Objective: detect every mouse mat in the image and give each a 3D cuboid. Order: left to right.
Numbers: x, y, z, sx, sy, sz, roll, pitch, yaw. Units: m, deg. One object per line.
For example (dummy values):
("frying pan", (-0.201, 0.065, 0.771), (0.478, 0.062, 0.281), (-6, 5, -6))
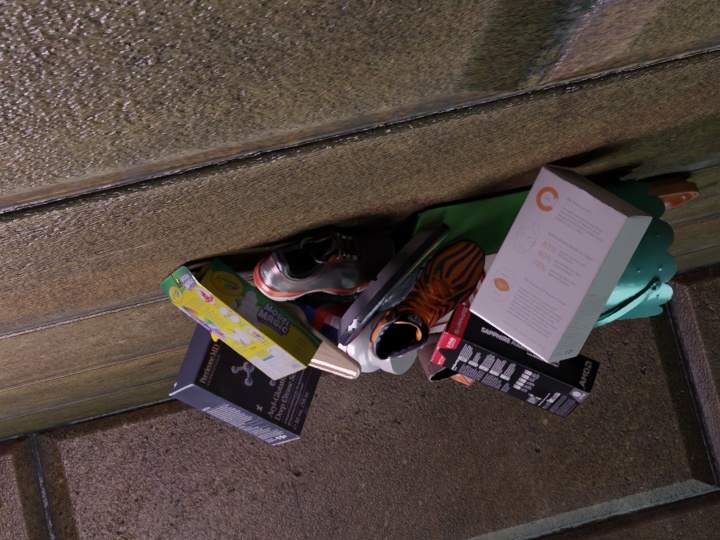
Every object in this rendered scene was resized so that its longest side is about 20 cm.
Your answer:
("mouse mat", (0.154, -0.055, 1.590), (0.199, 0.008, 0.161), (-11, 152, -16))

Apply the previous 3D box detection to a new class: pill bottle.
("pill bottle", (-0.015, 0.085, 1.786), (0.199, 0.113, 0.112), (17, -170, 31))

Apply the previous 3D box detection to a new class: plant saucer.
("plant saucer", (0.407, -0.101, 1.814), (0.199, 0.033, 0.200), (-13, 172, -2))

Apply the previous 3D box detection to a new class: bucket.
("bucket", (0.320, -0.022, 1.631), (0.134, 0.209, 0.207), (-7, 171, -13))

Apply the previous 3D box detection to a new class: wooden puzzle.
("wooden puzzle", (-0.105, 0.070, 1.635), (0.184, 0.046, 0.200), (15, 160, 31))

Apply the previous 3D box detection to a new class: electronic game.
("electronic game", (0.042, 0.018, 1.504), (0.200, 0.042, 0.200), (-48, 176, -4))

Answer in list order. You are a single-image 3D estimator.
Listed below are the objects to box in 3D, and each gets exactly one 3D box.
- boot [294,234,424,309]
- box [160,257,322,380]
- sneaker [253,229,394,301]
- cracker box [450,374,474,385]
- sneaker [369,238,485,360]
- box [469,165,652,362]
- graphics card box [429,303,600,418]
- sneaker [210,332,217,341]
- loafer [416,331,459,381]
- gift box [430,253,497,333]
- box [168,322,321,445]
("boot", (0.000, 0.001, 1.658), (0.162, 0.074, 0.198), (-19, 171, 15))
("box", (-0.156, 0.057, 1.532), (0.049, 0.200, 0.117), (-60, -164, -26))
("sneaker", (-0.032, -0.015, 1.489), (0.199, 0.077, 0.082), (-18, 160, -33))
("cracker box", (0.222, 0.098, 1.949), (0.200, 0.058, 0.134), (-38, -177, -6))
("sneaker", (0.090, 0.048, 1.566), (0.200, 0.077, 0.112), (-49, -175, 11))
("box", (0.242, -0.008, 1.458), (0.097, 0.124, 0.201), (-3, 123, -59))
("graphics card box", (0.198, 0.119, 1.562), (0.199, 0.051, 0.126), (24, 157, 4))
("sneaker", (-0.149, 0.068, 1.852), (0.199, 0.078, 0.073), (-12, 170, -30))
("loafer", (0.177, 0.119, 1.666), (0.199, 0.071, 0.073), (-11, 152, 15))
("gift box", (0.180, 0.031, 1.771), (0.184, 0.188, 0.200), (-19, 172, 28))
("box", (-0.176, 0.166, 1.917), (0.199, 0.149, 0.107), (28, 154, -20))
